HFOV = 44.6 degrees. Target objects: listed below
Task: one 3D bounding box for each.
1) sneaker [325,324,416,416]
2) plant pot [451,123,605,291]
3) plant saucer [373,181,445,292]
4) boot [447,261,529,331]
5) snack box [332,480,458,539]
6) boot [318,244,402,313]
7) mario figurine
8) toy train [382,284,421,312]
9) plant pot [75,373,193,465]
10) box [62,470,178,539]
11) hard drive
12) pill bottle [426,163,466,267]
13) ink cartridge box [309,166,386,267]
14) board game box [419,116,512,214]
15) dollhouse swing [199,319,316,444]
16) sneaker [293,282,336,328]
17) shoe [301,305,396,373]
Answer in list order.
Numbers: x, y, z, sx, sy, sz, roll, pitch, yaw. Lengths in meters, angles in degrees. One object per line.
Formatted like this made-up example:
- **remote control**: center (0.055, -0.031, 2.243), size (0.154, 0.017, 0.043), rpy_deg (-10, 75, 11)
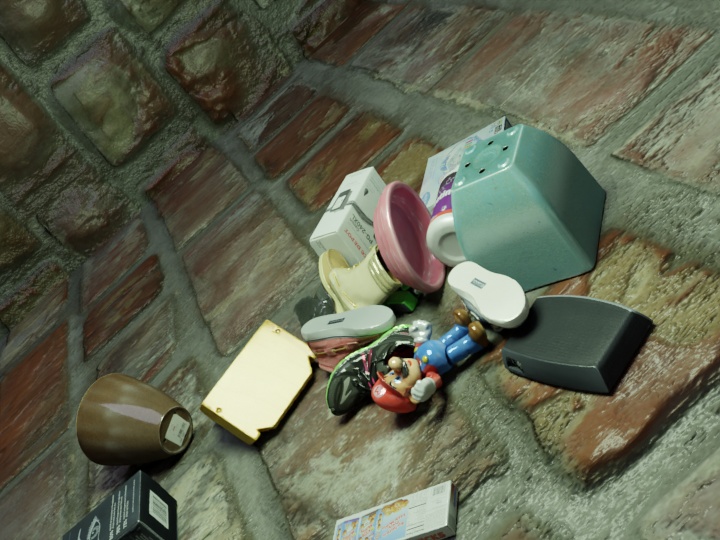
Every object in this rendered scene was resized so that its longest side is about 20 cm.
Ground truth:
- **sneaker**: center (0.022, 0.166, 1.434), size (0.199, 0.077, 0.084), rpy_deg (-41, 21, 4)
- **plant pot**: center (0.250, -0.110, 1.396), size (0.194, 0.201, 0.198), rpy_deg (-20, 32, 37)
- **plant saucer**: center (0.082, -0.054, 1.543), size (0.050, 0.202, 0.202), rpy_deg (-21, 31, 27)
- **boot**: center (0.209, 0.056, 1.328), size (0.072, 0.091, 0.200), rpy_deg (-39, 28, -2)
- **snack box**: center (0.043, 0.346, 1.182), size (0.198, 0.024, 0.073), rpy_deg (-27, 30, 28)
- **boot**: center (0.000, 0.000, 1.607), size (0.156, 0.072, 0.202), rpy_deg (-53, 41, 31)
- **mario figurine**: center (0.096, 0.133, 1.339), size (0.199, 0.107, 0.124), rpy_deg (-38, -6, -8)
- **toy train**: center (0.037, 0.052, 1.635), size (0.198, 0.042, 0.057), rpy_deg (-5, 54, 52)
- **plant pot**: center (-0.438, 0.311, 1.775), size (0.197, 0.189, 0.189), rpy_deg (1, 46, 35)
- **box**: center (-0.425, 0.482, 1.542), size (0.199, 0.105, 0.148), rpy_deg (-39, 26, 6)
- **hard drive**: center (0.288, 0.093, 1.206), size (0.136, 0.042, 0.199), rpy_deg (-51, 27, -19)
- **pill bottle**: center (0.187, -0.108, 1.584), size (0.111, 0.113, 0.202), rpy_deg (-23, 31, 33)
- **ink cartridge box**: center (0.000, -0.083, 1.774), size (0.082, 0.146, 0.202), rpy_deg (-13, 37, 40)
- **board game box**: center (0.213, -0.200, 1.773), size (0.196, 0.044, 0.202), rpy_deg (-25, 31, 31)
- **dollhouse swing**: center (-0.189, 0.233, 1.678), size (0.179, 0.177, 0.201), rpy_deg (28, 64, 19)
- **sneaker**: center (-0.068, 0.102, 1.683), size (0.105, 0.059, 0.201), rpy_deg (-55, 37, 20)
- **shoe**: center (-0.009, 0.124, 1.532), size (0.197, 0.092, 0.072), rpy_deg (-11, 25, 36)
